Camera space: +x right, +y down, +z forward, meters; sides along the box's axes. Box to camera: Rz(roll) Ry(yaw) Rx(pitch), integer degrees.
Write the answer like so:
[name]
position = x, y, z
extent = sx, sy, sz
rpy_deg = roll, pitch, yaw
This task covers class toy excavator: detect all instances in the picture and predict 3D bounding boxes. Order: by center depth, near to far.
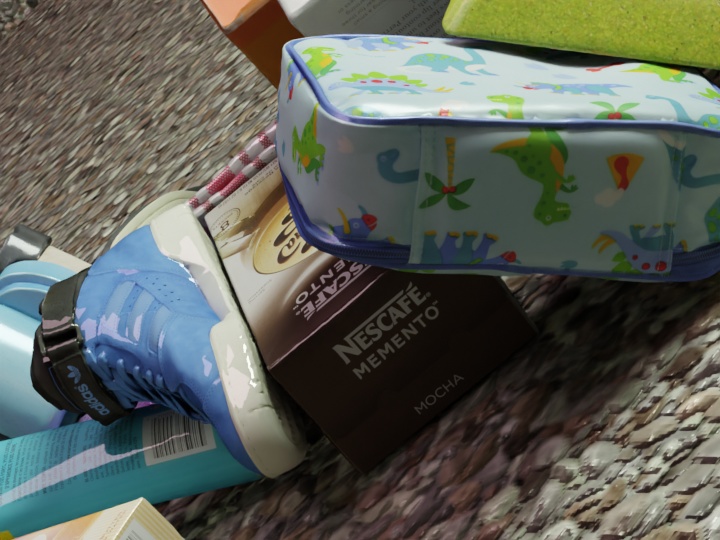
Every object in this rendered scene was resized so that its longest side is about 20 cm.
[toy excavator]
position = -0.225, 0.097, 1.320
extent = 0.195, 0.100, 0.200
rpy_deg = -63, 0, 31

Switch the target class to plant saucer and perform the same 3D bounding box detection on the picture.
[plant saucer]
position = 0.153, -0.161, 1.031
extent = 0.199, 0.048, 0.200
rpy_deg = 9, 31, 8

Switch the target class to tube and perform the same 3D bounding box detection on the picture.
[tube]
position = -0.149, 0.106, 1.132
extent = 0.199, 0.051, 0.078
rpy_deg = -14, 32, 12

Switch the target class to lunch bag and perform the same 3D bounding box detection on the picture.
[lunch bag]
position = 0.065, -0.056, 0.958
extent = 0.199, 0.083, 0.161
rpy_deg = 1, 22, -13

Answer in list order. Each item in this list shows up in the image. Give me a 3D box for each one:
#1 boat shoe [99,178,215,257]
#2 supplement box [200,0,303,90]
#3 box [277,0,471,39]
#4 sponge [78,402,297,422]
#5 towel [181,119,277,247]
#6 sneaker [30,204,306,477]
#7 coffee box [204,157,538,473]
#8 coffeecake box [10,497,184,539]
[boat shoe]
position = -0.106, -0.017, 1.372
extent = 0.067, 0.072, 0.200
rpy_deg = -28, 4, 33
[supplement box]
position = -0.034, -0.143, 1.357
extent = 0.066, 0.200, 0.069
rpy_deg = -39, 56, 4
[box]
position = 0.026, -0.163, 1.188
extent = 0.106, 0.200, 0.153
rpy_deg = -39, 50, 10
[sponge]
position = -0.106, 0.088, 1.233
extent = 0.200, 0.030, 0.112
rpy_deg = -30, 21, 32
[towel]
position = -0.058, -0.028, 1.244
extent = 0.200, 0.030, 0.146
rpy_deg = -41, -25, 15
[sneaker]
position = -0.103, 0.054, 1.070
extent = 0.111, 0.077, 0.200
rpy_deg = -30, 41, 0
[coffee box]
position = 0.000, 0.000, 1.091
extent = 0.113, 0.080, 0.200
rpy_deg = -39, 26, 4
[coffeecake box]
position = -0.173, 0.204, 1.035
extent = 0.200, 0.073, 0.154
rpy_deg = -22, 27, 48
